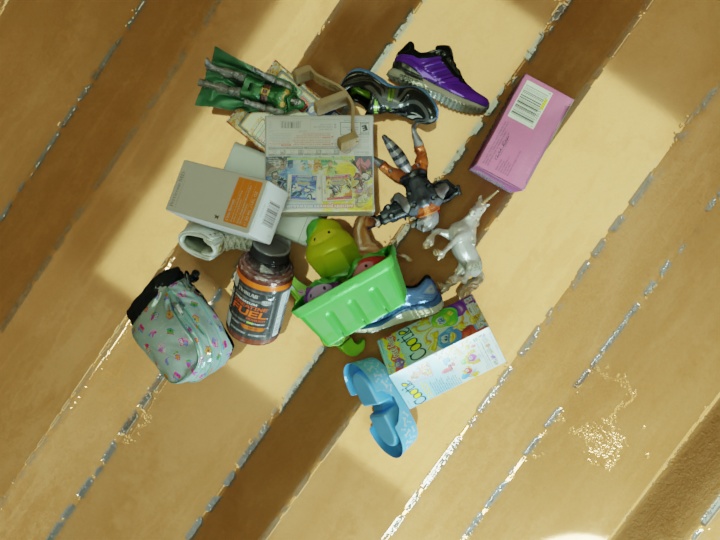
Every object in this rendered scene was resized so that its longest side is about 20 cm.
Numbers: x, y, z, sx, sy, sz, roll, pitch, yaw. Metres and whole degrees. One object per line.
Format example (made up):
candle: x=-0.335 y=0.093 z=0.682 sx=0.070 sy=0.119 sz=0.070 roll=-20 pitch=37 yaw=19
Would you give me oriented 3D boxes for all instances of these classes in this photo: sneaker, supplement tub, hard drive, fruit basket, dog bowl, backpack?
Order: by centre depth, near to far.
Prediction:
fruit basket: x=-0.035 y=0.000 z=1.566 sx=0.215 sy=0.156 sz=0.216 roll=1 pitch=101 yaw=4
sneaker: x=0.051 y=-0.307 z=1.633 sx=0.199 sy=0.071 sz=0.083 roll=23 pitch=53 yaw=16
supplement tub: x=-0.182 y=0.033 z=1.637 sx=0.107 sy=0.107 sz=0.200 roll=18 pitch=122 yaw=3
sneaker: x=0.157 y=-0.365 z=1.646 sx=0.200 sy=0.070 sz=0.100 roll=24 pitch=90 yaw=1
sneaker: x=0.049 y=0.058 z=1.649 sx=0.200 sy=0.079 sz=0.089 roll=-18 pitch=96 yaw=-2
hard drive: x=-0.166 y=-0.142 z=1.651 sx=0.200 sy=0.027 sz=0.132 roll=22 pitch=88 yaw=4
backpack: x=-0.336 y=0.115 z=1.651 sx=0.200 sy=0.127 sz=0.167 roll=51 pitch=125 yaw=10
sneaker: x=-0.239 y=-0.049 z=1.660 sx=0.200 sy=0.116 sz=0.074 roll=12 pitch=120 yaw=7
dog bowl: x=0.041 y=0.253 z=1.674 sx=0.050 sy=0.111 sz=0.200 roll=-29 pitch=92 yaw=-27

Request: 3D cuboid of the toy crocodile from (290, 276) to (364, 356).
toy crocodile: x=-0.071 y=0.086 z=1.690 sx=0.062 sy=0.068 sz=0.200 roll=-41 pitch=92 yaw=-13

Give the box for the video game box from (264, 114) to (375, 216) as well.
video game box: x=-0.074 y=-0.190 z=1.617 sx=0.200 sy=0.047 sz=0.182 roll=0 pitch=79 yaw=0

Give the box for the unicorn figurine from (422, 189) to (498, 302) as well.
unicorn figurine: x=0.188 y=-0.047 z=1.648 sx=0.137 sy=0.074 sz=0.200 roll=-30 pitch=128 yaw=-25

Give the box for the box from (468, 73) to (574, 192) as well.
box: x=0.280 y=-0.238 z=1.579 sx=0.097 sy=0.200 sz=0.176 roll=29 pitch=95 yaw=2

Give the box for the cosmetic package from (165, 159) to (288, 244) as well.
cosmetic package: x=-0.238 y=-0.123 z=1.577 sx=0.200 sy=0.071 sz=0.102 roll=16 pitch=84 yaw=31

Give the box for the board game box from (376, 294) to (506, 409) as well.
board game box: x=0.148 y=0.150 z=1.642 sx=0.200 sy=0.103 sz=0.105 roll=-27 pitch=126 yaw=5

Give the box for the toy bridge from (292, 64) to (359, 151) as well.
toy bridge: x=-0.052 y=-0.304 z=1.608 sx=0.067 sy=0.027 sz=0.200 roll=-24 pitch=63 yaw=-15

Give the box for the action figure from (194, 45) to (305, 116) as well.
action figure: x=-0.196 y=-0.334 z=1.636 sx=0.200 sy=0.055 sz=0.118 roll=17 pitch=90 yaw=2

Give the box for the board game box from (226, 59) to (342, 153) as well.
board game box: x=-0.128 y=-0.275 z=1.681 sx=0.200 sy=0.046 sz=0.152 roll=40 pitch=95 yaw=1

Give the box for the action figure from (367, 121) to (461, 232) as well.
action figure: x=0.076 y=-0.150 z=1.650 sx=0.200 sy=0.105 sz=0.194 roll=-29 pitch=82 yaw=4

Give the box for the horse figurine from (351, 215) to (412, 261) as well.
horse figurine: x=0.000 y=0.000 z=1.664 sx=0.132 sy=0.050 sz=0.200 roll=33 pitch=103 yaw=-25
